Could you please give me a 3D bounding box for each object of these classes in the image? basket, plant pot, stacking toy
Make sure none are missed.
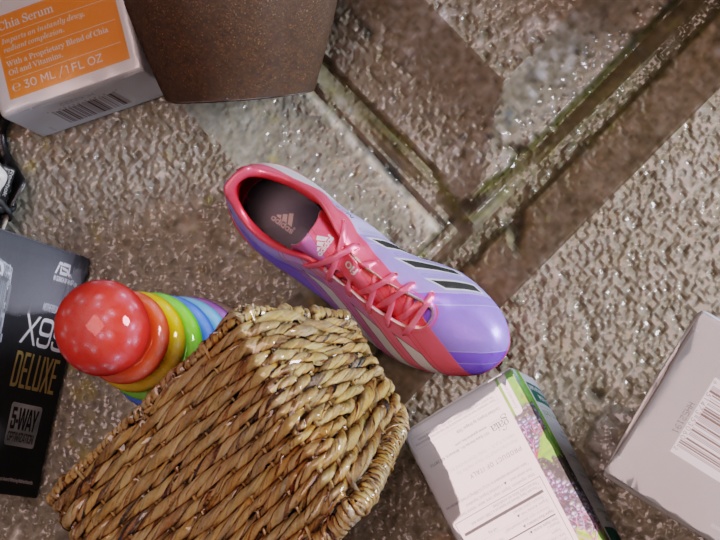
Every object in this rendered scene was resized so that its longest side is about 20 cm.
[{"bbox_3d":[-0.057,0.136,1.461,0.200,0.142,0.149,-44,64,24],"label":"basket"},{"bbox_3d":[-0.082,-0.206,1.519,0.185,0.187,0.202,-2,97,15],"label":"plant pot"},{"bbox_3d":[-0.127,0.047,1.472,0.085,0.200,0.086,-3,81,17],"label":"stacking toy"}]

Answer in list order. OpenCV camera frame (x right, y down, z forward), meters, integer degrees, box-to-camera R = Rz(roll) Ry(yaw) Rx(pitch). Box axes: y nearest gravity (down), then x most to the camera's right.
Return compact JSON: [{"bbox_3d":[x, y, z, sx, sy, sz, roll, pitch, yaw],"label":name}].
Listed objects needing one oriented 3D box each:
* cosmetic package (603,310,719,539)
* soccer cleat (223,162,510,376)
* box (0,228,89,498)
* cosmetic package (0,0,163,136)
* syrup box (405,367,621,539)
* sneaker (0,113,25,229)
[{"bbox_3d":[0.208,0.096,1.378,0.090,0.200,0.107,31,89,15],"label":"cosmetic package"},{"bbox_3d":[0.000,0.000,1.509,0.199,0.076,0.067,35,93,17],"label":"soccer cleat"},{"bbox_3d":[-0.241,0.050,1.505,0.049,0.200,0.159,12,85,20],"label":"box"},{"bbox_3d":[-0.194,-0.199,1.590,0.101,0.071,0.202,-18,78,12],"label":"cosmetic package"},{"bbox_3d":[0.109,0.165,1.457,0.081,0.079,0.201,-31,76,9],"label":"syrup box"},{"bbox_3d":[-0.255,-0.030,1.585,0.079,0.074,0.202,-5,82,12],"label":"sneaker"}]
